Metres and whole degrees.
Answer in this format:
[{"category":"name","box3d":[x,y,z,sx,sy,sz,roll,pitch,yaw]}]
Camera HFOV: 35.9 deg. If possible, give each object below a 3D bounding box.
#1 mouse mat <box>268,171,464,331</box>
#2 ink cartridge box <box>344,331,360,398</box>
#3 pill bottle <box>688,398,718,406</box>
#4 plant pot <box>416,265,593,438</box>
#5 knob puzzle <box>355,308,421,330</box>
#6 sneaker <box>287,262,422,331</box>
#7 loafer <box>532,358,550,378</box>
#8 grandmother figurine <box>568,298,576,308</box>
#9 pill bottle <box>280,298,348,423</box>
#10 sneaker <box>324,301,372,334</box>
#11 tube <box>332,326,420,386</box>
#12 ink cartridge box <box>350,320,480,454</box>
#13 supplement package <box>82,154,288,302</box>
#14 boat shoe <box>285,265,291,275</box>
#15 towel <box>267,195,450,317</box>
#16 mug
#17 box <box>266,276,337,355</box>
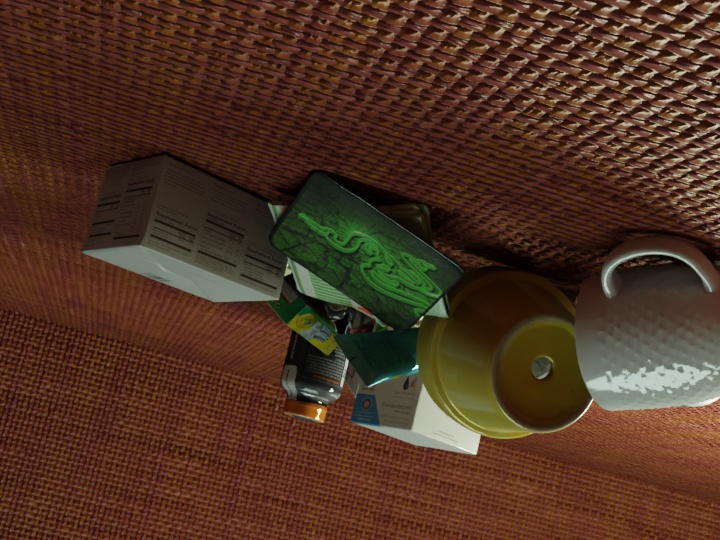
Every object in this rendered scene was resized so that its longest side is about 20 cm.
[{"category":"mouse mat","box3d":[0.002,-0.016,1.233,0.198,0.008,0.161,33,142,-7]},{"category":"ink cartridge box","box3d":[0.050,0.187,2.021,0.143,0.089,0.200,17,-172,-13]},{"category":"pill bottle","box3d":[0.392,0.113,1.379,0.109,0.113,0.200,17,168,-18]},{"category":"plant pot","box3d":[0.180,0.101,1.272,0.197,0.204,0.189,16,180,-12]},{"category":"knob puzzle","box3d":[0.052,0.066,1.516,0.216,0.031,0.220,19,166,5]},{"category":"sneaker","box3d":[-0.010,0.017,1.368,0.197,0.074,0.120,7,123,25]},{"category":"loafer","box3d":[0.298,0.127,1.661,0.062,0.073,0.200,10,167,-17]},{"category":"grandmother figurine","box3d":[0.192,0.049,1.457,0.197,0.062,0.121,13,169,20]},{"category":"pill bottle","box3d":[-0.072,0.145,1.829,0.104,0.204,0.106,13,168,3]},{"category":"sneaker","box3d":[-0.024,0.062,1.686,0.076,0.083,0.200,10,167,15]},{"category":"tube","box3d":[0.056,0.099,1.368,0.198,0.051,0.078,-4,-137,-46]},{"category":"ink cartridge box","box3d":[0.102,0.155,1.680,0.145,0.203,0.146,24,164,-36]},{"category":"supplement package","box3d":[-0.205,-0.045,1.342,0.198,0.113,0.155,24,164,-36]},{"category":"boat shoe","box3d":[-0.150,-0.006,1.510,0.075,0.073,0.200,-14,171,-21]},{"category":"towel","box3d":[-0.001,-0.018,1.268,0.197,0.023,0.154,5,130,27]},{"category":"mug","box3d":[0.320,0.047,1.141,0.173,0.149,0.201,-9,126,36]},{"category":"box","box3d":[-0.093,0.059,1.694,0.117,0.048,0.200,47,179,26]}]
